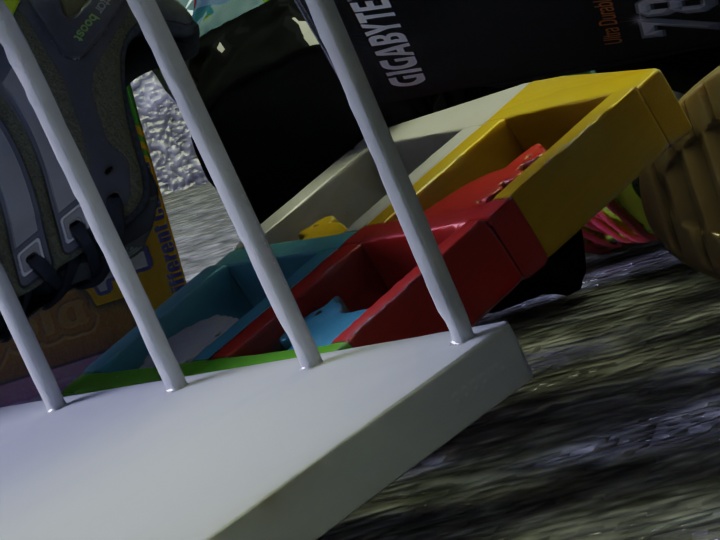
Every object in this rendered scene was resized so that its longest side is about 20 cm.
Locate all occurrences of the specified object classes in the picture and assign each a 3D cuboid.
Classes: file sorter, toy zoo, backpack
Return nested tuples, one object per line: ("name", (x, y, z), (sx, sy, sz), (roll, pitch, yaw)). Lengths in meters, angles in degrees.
("file sorter", (-0.098, 0.009, 0.567), (0.200, 0.125, 0.139), (-11, 17, 46))
("toy zoo", (0.000, 0.000, 0.718), (0.200, 0.020, 0.131), (-41, 18, -30))
("backpack", (-0.005, -0.099, 0.906), (0.153, 0.201, 0.163), (-12, -32, 31))

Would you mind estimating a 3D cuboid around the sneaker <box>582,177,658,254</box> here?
("sneaker", (0.093, -0.034, 0.958), (0.090, 0.078, 0.200), (-41, 6, 11))

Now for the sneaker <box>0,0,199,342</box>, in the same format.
("sneaker", (-0.099, -0.009, 0.737), (0.081, 0.200, 0.074), (19, -19, -5))

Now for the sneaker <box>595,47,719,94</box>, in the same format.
("sneaker", (0.139, -0.071, 0.782), (0.199, 0.076, 0.088), (5, 41, 15))

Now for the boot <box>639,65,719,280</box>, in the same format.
("boot", (0.194, -0.037, 0.731), (0.200, 0.073, 0.166), (-15, -7, 37))

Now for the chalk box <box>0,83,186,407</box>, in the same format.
("chalk box", (-0.157, 0.015, 0.843), (0.199, 0.124, 0.124), (-18, 6, -9))

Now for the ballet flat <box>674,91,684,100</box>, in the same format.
("ballet flat", (0.176, -0.055, 0.881), (0.200, 0.070, 0.069), (-14, 3, -28))

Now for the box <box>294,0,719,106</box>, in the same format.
("box", (0.075, -0.100, 0.582), (0.198, 0.050, 0.200), (-12, -17, 6))
